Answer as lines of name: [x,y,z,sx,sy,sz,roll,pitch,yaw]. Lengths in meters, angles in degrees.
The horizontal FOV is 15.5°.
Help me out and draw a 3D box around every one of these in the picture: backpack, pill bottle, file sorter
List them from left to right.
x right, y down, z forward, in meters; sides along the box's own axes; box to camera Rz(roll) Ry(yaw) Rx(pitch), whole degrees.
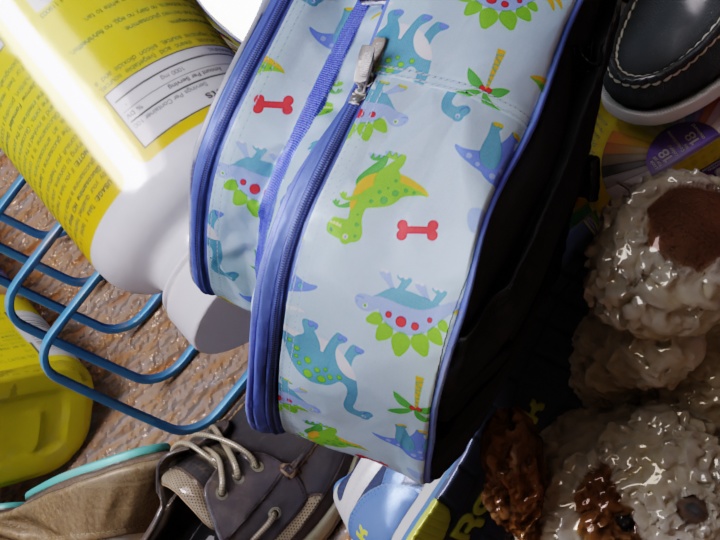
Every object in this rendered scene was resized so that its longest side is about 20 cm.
file sorter: [-0.130,-0.028,1.386,0.123,0.138,0.200,-51,46,11]
pill bottle: [-0.100,-0.064,1.207,0.112,0.112,0.200,-44,71,13]
backpack: [0.011,-0.028,1.049,0.146,0.184,0.201,16,58,9]

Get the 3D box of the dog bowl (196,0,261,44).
dog bowl: [0.010,-0.183,1.184,0.199,0.079,0.202,-1,88,26]

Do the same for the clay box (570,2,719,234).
clay box: [0.147,-0.085,1.206,0.199,0.048,0.115,-32,48,-1]

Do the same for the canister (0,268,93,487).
canister: [-0.252,0.037,1.448,0.200,0.148,0.087,44,135,42]

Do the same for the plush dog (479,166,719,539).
plush dog: [0.130,0.071,1.106,0.172,0.200,0.160,-55,17,-8]

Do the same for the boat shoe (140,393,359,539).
boat shoe: [-0.060,0.114,1.292,0.074,0.073,0.201,21,81,44]

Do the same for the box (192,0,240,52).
box: [-0.065,-0.161,1.361,0.050,0.200,0.076,32,90,12]

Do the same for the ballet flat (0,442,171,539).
ballet flat: [-0.165,0.145,1.377,0.199,0.068,0.073,-18,77,32]

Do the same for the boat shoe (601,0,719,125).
boat shoe: [0.165,-0.152,1.175,0.075,0.060,0.201,18,61,33]

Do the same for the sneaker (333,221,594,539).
sneaker: [0.054,0.054,1.232,0.082,0.074,0.201,34,89,47]
